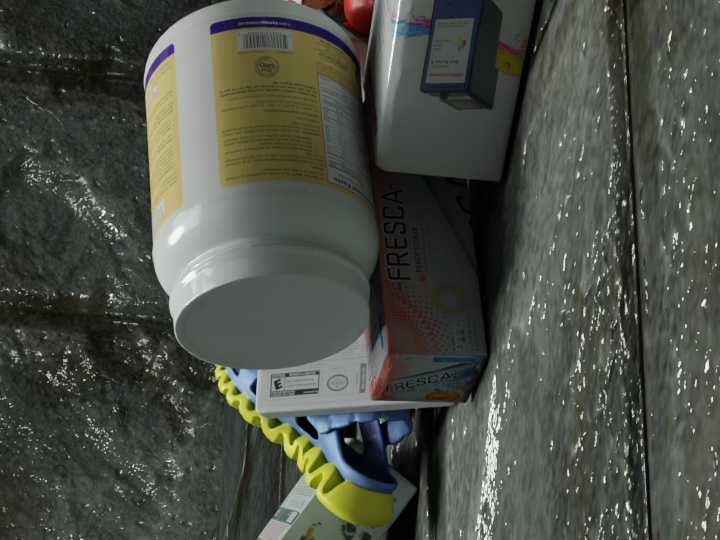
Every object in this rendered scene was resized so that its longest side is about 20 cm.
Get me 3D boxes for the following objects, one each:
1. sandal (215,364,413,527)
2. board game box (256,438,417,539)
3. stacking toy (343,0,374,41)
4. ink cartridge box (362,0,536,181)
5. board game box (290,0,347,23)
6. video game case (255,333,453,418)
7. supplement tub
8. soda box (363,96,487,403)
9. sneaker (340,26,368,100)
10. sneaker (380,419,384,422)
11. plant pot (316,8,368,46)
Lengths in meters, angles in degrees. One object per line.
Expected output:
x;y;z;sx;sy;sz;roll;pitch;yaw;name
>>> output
-0.027;0.095;1.497;0.200;0.079;0.088;40;105;37;sandal
-0.049;0.223;1.582;0.201;0.064;0.148;-52;3;-8;board game box
-0.006;-0.168;1.862;0.086;0.085;0.201;-96;18;-56;stacking toy
0.057;-0.177;1.316;0.146;0.087;0.202;-96;14;-60;ink cartridge box
-0.039;-0.197;1.930;0.151;0.046;0.201;-36;-32;-45;board game box
0.000;0.000;1.461;0.018;0.142;0.202;41;-133;-60;video game case
-0.063;-0.054;1.339;0.146;0.144;0.202;108;159;-59;supplement tub
0.036;-0.015;1.377;0.064;0.068;0.202;108;160;-57;soda box
0.011;-0.104;1.601;0.075;0.105;0.200;-46;-15;-8;sneaker
0.020;0.083;1.589;0.089;0.076;0.200;65;173;-5;sneaker
-0.051;-0.111;1.778;0.201;0.141;0.141;-55;12;6;plant pot
